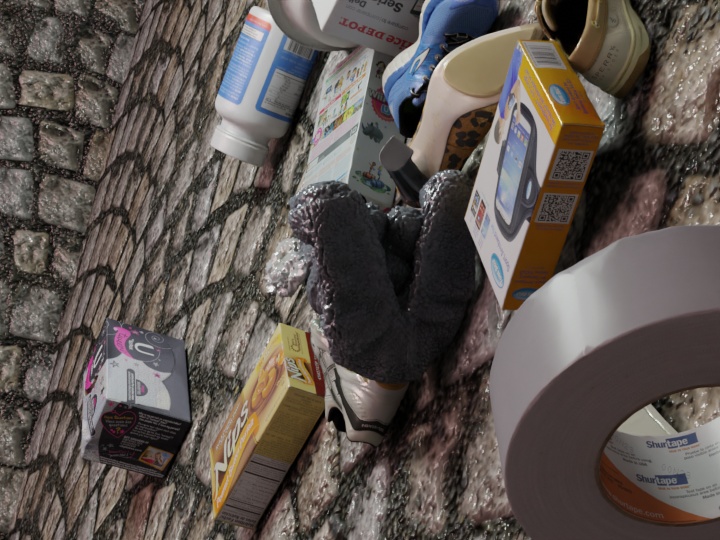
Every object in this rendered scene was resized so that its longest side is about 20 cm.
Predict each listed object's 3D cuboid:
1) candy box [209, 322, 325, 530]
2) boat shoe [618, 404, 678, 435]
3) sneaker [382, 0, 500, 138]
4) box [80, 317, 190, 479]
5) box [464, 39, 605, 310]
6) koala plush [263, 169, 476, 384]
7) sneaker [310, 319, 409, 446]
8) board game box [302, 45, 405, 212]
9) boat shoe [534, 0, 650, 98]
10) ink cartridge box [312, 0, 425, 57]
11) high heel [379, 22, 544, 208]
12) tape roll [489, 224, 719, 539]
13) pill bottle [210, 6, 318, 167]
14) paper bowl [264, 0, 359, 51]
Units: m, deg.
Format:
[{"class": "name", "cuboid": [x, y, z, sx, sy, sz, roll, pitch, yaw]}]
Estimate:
[{"class": "candy box", "cuboid": [-0.105, 0.174, 1.567, 0.201, 0.055, 0.116, -61, 22, 27]}, {"class": "boat shoe", "cuboid": [0.176, 0.135, 0.894, 0.201, 0.072, 0.062, -110, 1, -51]}, {"class": "sneaker", "cuboid": [0.087, -0.206, 1.409, 0.201, 0.077, 0.090, 123, 146, -49]}, {"class": "box", "cuboid": [-0.326, 0.180, 2.028, 0.116, 0.131, 0.201, -62, 22, 24]}, {"class": "box", "cuboid": [0.130, -0.065, 1.117, 0.120, 0.041, 0.202, -108, 26, -49]}, {"class": "koala plush", "cuboid": [0.000, 0.000, 1.299, 0.200, 0.175, 0.187, -163, 69, -67]}, {"class": "sneaker", "cuboid": [-0.016, 0.108, 1.369, 0.200, 0.075, 0.089, -138, 65, -72]}, {"class": "board game box", "cuboid": [-0.003, -0.150, 1.588, 0.147, 0.064, 0.203, -29, 47, 60]}, {"class": "boat shoe", "cuboid": [0.181, -0.216, 1.160, 0.075, 0.066, 0.201, -60, 23, 25]}, {"class": "ink cartridge box", "cuboid": [0.055, -0.328, 1.472, 0.201, 0.144, 0.085, -58, 31, 33]}, {"class": "high heel", "cuboid": [0.104, -0.145, 1.334, 0.200, 0.072, 0.143, -43, -20, 1]}, {"class": "tape roll", "cuboid": [0.168, 0.074, 0.736, 0.201, 0.198, 0.067, -57, 23, 33]}, {"class": "pill bottle", "cuboid": [-0.137, -0.253, 1.958, 0.202, 0.111, 0.112, -67, 20, 8]}, {"class": "paper bowl", "cuboid": [-0.014, -0.335, 1.586, 0.202, 0.198, 0.105, -57, 38, 33]}]
